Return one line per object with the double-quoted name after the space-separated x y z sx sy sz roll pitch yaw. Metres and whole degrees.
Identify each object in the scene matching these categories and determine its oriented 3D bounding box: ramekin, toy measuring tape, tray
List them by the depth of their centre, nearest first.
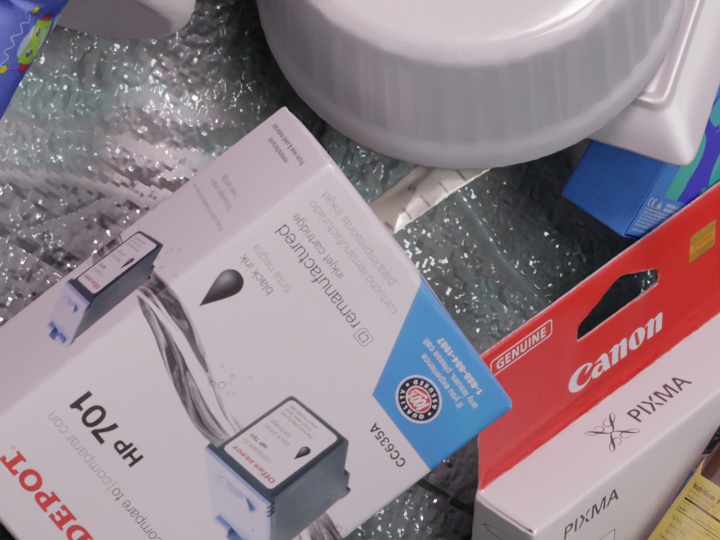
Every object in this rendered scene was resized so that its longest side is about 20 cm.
0.048 -0.155 1.242 0.199 0.098 0.201 -1 71 3 "ramekin"
0.000 0.000 1.278 0.200 0.074 0.074 -36 113 -10 "toy measuring tape"
0.074 -0.126 1.296 0.199 0.022 0.108 18 77 10 "tray"

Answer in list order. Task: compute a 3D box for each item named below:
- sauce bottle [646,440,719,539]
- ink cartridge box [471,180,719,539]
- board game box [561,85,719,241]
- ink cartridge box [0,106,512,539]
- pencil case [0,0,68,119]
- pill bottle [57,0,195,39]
0.185 0.124 1.378 0.065 0.065 0.200 39 87 -31 "sauce bottle"
0.135 0.069 1.364 0.200 0.045 0.177 -34 142 -32 "ink cartridge box"
0.195 -0.103 1.377 0.152 0.045 0.200 14 109 -58 "board game box"
-0.061 0.054 1.188 0.200 0.086 0.147 -39 115 -1 "ink cartridge box"
-0.191 -0.055 1.102 0.200 0.087 0.078 -57 168 13 "pencil case"
-0.103 -0.209 1.187 0.112 0.113 0.201 20 79 -35 "pill bottle"
